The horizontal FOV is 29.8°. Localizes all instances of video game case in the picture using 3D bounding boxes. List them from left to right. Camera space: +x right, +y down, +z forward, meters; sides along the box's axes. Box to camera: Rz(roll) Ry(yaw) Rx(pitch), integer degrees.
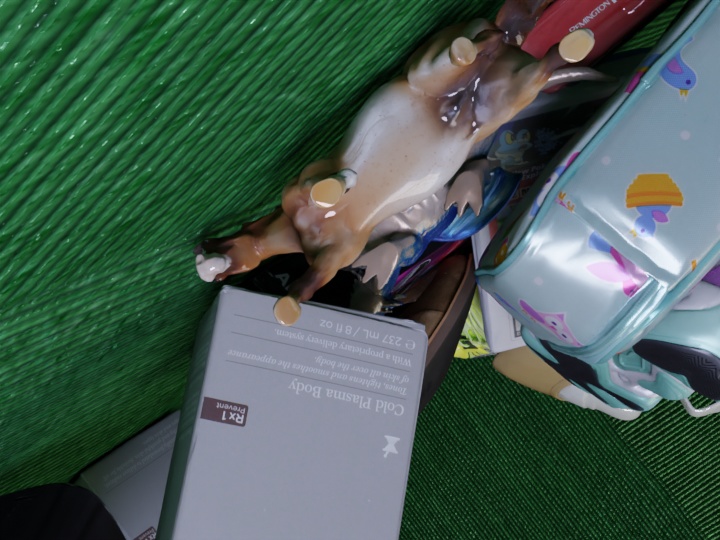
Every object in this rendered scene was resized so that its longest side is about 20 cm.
[{"bbox_3d":[0.158,-0.044,0.757,0.200,0.023,0.182,-14,135,-2],"label":"video game case"}]

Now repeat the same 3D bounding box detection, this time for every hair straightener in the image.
[{"bbox_3d":[0.156,-0.161,0.635,0.200,0.041,0.077,-46,172,23],"label":"hair straightener"}]

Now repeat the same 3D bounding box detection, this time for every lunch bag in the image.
[{"bbox_3d":[0.139,-0.052,0.610,0.200,0.077,0.160,-49,178,-2],"label":"lunch bag"}]

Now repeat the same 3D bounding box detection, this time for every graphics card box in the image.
[{"bbox_3d":[0.000,0.000,0.823,0.200,0.051,0.125,-33,173,-35],"label":"graphics card box"}]

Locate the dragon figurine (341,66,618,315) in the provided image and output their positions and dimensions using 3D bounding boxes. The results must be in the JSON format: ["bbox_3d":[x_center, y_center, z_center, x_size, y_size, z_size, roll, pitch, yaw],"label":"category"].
[{"bbox_3d":[0.039,-0.043,0.670,0.200,0.059,0.099,-45,173,18],"label":"dragon figurine"}]

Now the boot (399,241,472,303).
[{"bbox_3d":[0.014,0.025,1.037,0.200,0.064,0.186,-41,163,6],"label":"boot"}]

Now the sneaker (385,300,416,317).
[{"bbox_3d":[-0.032,0.092,0.873,0.108,0.067,0.201,-18,-163,46],"label":"sneaker"}]

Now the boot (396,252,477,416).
[{"bbox_3d":[0.013,0.050,0.783,0.200,0.075,0.074,-55,160,-41],"label":"boot"}]

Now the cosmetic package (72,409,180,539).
[{"bbox_3d":[-0.190,0.201,1.057,0.107,0.090,0.200,-33,169,-44],"label":"cosmetic package"}]

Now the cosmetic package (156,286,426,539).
[{"bbox_3d":[-0.041,0.120,0.641,0.090,0.107,0.200,132,-32,-67],"label":"cosmetic package"}]

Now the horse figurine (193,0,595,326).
[{"bbox_3d":[0.017,-0.051,0.498,0.200,0.050,0.133,-45,-174,4],"label":"horse figurine"}]

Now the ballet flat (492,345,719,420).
[{"bbox_3d":[0.183,0.060,0.833,0.200,0.063,0.069,-9,157,3],"label":"ballet flat"}]

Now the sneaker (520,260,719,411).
[{"bbox_3d":[0.172,0.000,0.720,0.140,0.078,0.200,-55,-164,-15],"label":"sneaker"}]

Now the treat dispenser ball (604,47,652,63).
[{"bbox_3d":[0.199,-0.049,0.915,0.201,0.201,0.201,-38,174,-4],"label":"treat dispenser ball"}]

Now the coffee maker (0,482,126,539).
[{"bbox_3d":[-0.179,0.184,0.639,0.135,0.192,0.200,2,-161,3],"label":"coffee maker"}]

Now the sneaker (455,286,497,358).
[{"bbox_3d":[0.088,0.034,0.925,0.076,0.075,0.200,-33,177,-3],"label":"sneaker"}]
